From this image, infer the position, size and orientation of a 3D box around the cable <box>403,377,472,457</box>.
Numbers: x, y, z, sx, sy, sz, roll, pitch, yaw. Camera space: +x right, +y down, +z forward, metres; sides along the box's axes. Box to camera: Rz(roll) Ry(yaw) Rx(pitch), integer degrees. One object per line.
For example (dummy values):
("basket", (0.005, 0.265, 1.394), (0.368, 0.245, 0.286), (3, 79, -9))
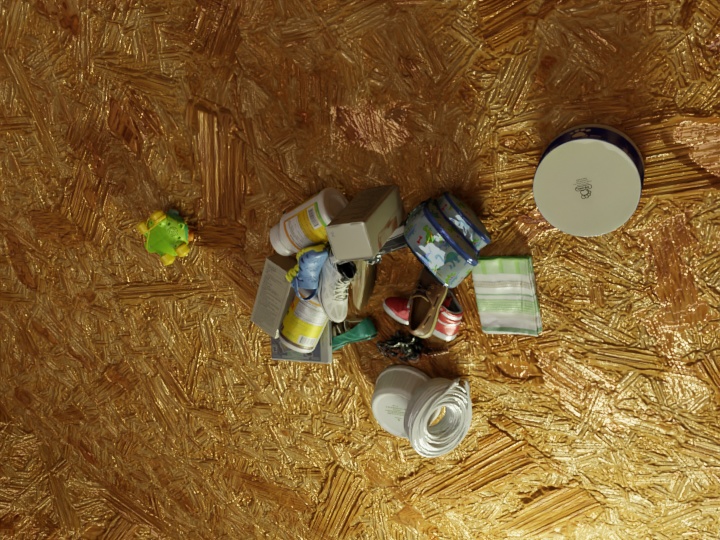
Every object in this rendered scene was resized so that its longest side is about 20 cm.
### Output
("cable", (0.200, 0.379, 1.577), (0.069, 0.198, 0.203), (31, 140, 58))

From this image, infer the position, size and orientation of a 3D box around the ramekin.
("ramekin", (0.119, 0.369, 1.675), (0.199, 0.094, 0.205), (14, 126, 20))

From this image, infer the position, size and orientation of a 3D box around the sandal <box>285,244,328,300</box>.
("sandal", (-0.120, 0.006, 1.468), (0.088, 0.078, 0.200), (69, 154, 21))

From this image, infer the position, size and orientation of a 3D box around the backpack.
("backpack", (0.182, -0.072, 1.288), (0.183, 0.200, 0.147), (45, 110, -3))

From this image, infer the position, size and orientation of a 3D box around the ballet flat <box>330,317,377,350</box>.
("ballet flat", (-0.037, 0.171, 1.663), (0.198, 0.067, 0.072), (-24, 83, 37))

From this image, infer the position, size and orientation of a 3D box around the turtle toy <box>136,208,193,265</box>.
("turtle toy", (-0.556, -0.100, 1.739), (0.198, 0.101, 0.147), (-22, 108, 37))

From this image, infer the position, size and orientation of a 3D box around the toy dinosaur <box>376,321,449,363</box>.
("toy dinosaur", (0.131, 0.191, 1.576), (0.197, 0.103, 0.137), (-14, 130, 15))

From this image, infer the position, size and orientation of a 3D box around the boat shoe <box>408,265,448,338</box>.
("boat shoe", (0.155, 0.056, 1.413), (0.071, 0.067, 0.204), (12, 88, 31))

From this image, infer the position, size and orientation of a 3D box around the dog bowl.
("dog bowl", (0.434, -0.170, 1.165), (0.197, 0.079, 0.203), (14, 126, 21))

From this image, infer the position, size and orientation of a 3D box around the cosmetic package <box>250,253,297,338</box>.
("cosmetic package", (-0.221, 0.068, 1.645), (0.103, 0.073, 0.202), (32, 117, 23))

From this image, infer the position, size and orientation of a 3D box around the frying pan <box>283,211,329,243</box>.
("frying pan", (-0.100, -0.102, 1.533), (0.187, 0.031, 0.117), (2, 120, 31))

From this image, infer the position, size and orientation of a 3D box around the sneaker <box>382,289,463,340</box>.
("sneaker", (0.157, 0.087, 1.488), (0.197, 0.072, 0.114), (22, 132, 5))

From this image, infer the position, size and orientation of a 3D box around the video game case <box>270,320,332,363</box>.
("video game case", (-0.168, 0.161, 1.693), (0.197, 0.023, 0.186), (-1, 91, 30))

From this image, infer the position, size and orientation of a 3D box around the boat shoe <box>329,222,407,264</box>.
("boat shoe", (0.026, -0.046, 1.423), (0.197, 0.072, 0.069), (-23, 103, -7))

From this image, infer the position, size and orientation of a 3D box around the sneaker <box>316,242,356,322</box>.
("sneaker", (-0.055, 0.039, 1.486), (0.115, 0.075, 0.204), (19, 120, 63))

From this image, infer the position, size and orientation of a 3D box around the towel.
("towel", (0.333, 0.060, 1.401), (0.147, 0.031, 0.203), (-2, 118, 29))

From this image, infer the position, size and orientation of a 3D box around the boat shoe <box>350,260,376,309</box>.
("boat shoe", (0.000, 0.000, 1.525), (0.064, 0.071, 0.203), (18, 117, 22))

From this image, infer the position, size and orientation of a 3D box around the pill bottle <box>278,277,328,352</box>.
("pill bottle", (-0.133, 0.106, 1.598), (0.108, 0.109, 0.202), (28, 105, 9))

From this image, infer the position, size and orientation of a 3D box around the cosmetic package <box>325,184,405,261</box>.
("cosmetic package", (0.016, -0.108, 1.355), (0.102, 0.200, 0.088), (-4, 117, 30))

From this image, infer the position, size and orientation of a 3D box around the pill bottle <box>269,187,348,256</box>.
("pill bottle", (-0.123, -0.108, 1.455), (0.198, 0.111, 0.112), (-25, 106, 36))
